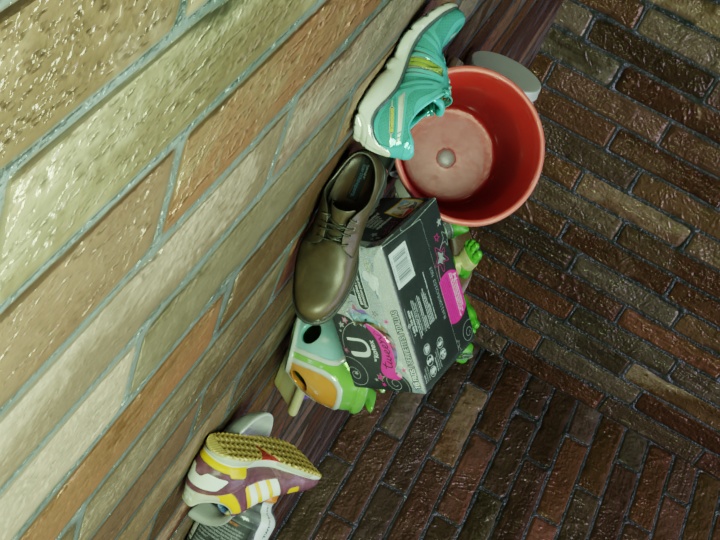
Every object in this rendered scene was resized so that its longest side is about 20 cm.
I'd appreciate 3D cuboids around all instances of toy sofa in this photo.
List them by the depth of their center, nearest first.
[{"bbox_3d":[-0.015,0.153,1.732,0.199,0.098,0.083,-12,143,-34],"label":"toy sofa"}]

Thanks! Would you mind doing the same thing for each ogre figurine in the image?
[{"bbox_3d":[0.097,0.025,1.627,0.098,0.119,0.201,-140,-129,-60],"label":"ogre figurine"}]

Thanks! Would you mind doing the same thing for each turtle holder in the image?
[{"bbox_3d":[-0.025,0.091,1.593,0.141,0.131,0.187,148,-45,-84],"label":"turtle holder"}]

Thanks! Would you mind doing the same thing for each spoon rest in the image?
[{"bbox_3d":[-0.162,0.259,1.543,0.099,0.061,0.201,-31,154,-51],"label":"spoon rest"}]

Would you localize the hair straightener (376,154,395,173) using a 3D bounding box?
[{"bbox_3d":[0.025,-0.125,1.484,0.077,0.041,0.200,-59,174,-16],"label":"hair straightener"}]

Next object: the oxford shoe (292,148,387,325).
[{"bbox_3d":[-0.030,-0.040,1.293,0.084,0.072,0.201,56,51,-81],"label":"oxford shoe"}]

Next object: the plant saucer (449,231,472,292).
[{"bbox_3d":[0.083,-0.015,1.899,0.034,0.200,0.201,27,93,-56],"label":"plant saucer"}]

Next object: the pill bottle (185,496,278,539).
[{"bbox_3d":[-0.188,0.379,1.698,0.201,0.106,0.106,-61,174,1],"label":"pill bottle"}]

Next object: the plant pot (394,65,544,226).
[{"bbox_3d":[0.127,-0.157,1.579,0.201,0.200,0.177,-61,-174,-2],"label":"plant pot"}]

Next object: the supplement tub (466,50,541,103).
[{"bbox_3d":[0.194,-0.237,1.940,0.201,0.140,0.140,-64,173,32],"label":"supplement tub"}]

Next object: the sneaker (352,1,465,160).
[{"bbox_3d":[0.064,-0.199,1.281,0.201,0.079,0.078,-60,174,-22],"label":"sneaker"}]

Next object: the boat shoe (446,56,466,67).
[{"bbox_3d":[0.134,-0.238,1.778,0.072,0.065,0.200,-60,175,-28],"label":"boat shoe"}]

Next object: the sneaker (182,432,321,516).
[{"bbox_3d":[-0.135,0.256,1.470,0.199,0.075,0.090,21,105,-47],"label":"sneaker"}]

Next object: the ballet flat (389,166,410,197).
[{"bbox_3d":[0.073,-0.129,1.757,0.073,0.073,0.200,-60,168,-13],"label":"ballet flat"}]

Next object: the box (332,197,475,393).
[{"bbox_3d":[0.039,0.029,1.450,0.132,0.114,0.201,-42,122,-43],"label":"box"}]
